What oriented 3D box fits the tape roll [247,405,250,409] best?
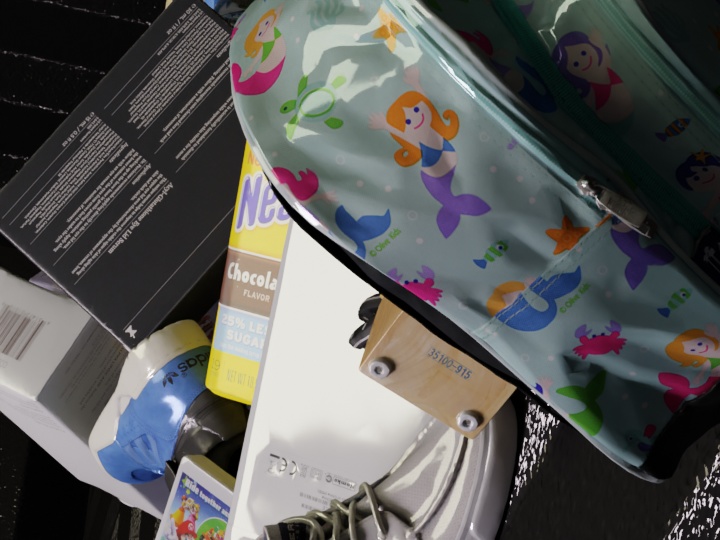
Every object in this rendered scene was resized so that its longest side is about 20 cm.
[{"bbox_3d":[-0.061,0.126,1.420,0.200,0.065,0.201,-170,90,-79],"label":"tape roll"}]

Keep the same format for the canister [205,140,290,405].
[{"bbox_3d":[-0.011,-0.014,1.131,0.148,0.086,0.201,12,95,35],"label":"canister"}]

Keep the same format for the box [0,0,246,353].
[{"bbox_3d":[-0.123,-0.059,1.255,0.200,0.141,0.079,-48,-14,-3],"label":"box"}]

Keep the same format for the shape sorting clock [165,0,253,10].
[{"bbox_3d":[-0.068,-0.224,1.522,0.039,0.200,0.200,50,134,39],"label":"shape sorting clock"}]

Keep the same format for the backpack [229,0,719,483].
[{"bbox_3d":[0.058,-0.048,0.645,0.151,0.200,0.178,-51,21,24],"label":"backpack"}]

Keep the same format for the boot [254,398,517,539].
[{"bbox_3d":[-0.001,0.139,0.960,0.200,0.095,0.074,-66,25,17],"label":"boot"}]

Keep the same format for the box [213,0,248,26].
[{"bbox_3d":[-0.061,-0.125,1.398,0.200,0.137,0.040,-75,1,-58],"label":"box"}]

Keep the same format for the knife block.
[{"bbox_3d":[0.063,-0.014,0.901,0.200,0.064,0.176,-54,9,31],"label":"knife block"}]

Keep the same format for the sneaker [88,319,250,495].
[{"bbox_3d":[-0.113,0.123,1.252,0.111,0.077,0.200,55,150,17],"label":"sneaker"}]

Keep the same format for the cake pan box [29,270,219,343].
[{"bbox_3d":[-0.116,-0.014,1.411,0.184,0.200,0.052,15,134,50],"label":"cake pan box"}]

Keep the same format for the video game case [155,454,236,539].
[{"bbox_3d":[-0.086,0.231,1.142,0.143,0.018,0.200,31,109,39],"label":"video game case"}]

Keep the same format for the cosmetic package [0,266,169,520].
[{"bbox_3d":[-0.195,0.093,1.380,0.081,0.113,0.200,-58,-37,-16],"label":"cosmetic package"}]

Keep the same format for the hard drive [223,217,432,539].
[{"bbox_3d":[-0.001,0.077,1.051,0.027,0.132,0.201,5,-82,-56],"label":"hard drive"}]
